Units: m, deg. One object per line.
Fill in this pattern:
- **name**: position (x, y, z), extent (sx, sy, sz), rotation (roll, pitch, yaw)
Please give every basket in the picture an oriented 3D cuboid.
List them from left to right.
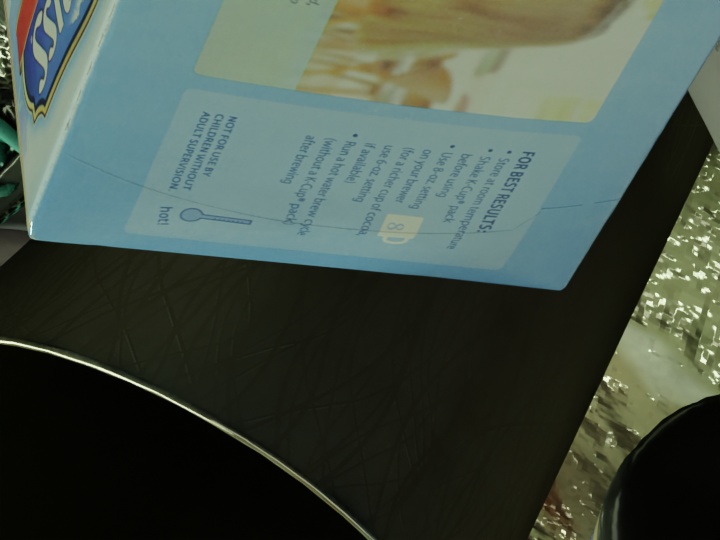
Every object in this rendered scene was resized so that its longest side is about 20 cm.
- **basket**: position (0.000, 0.000, 0.769), extent (0.180, 0.200, 0.136), rotation (13, 141, 34)

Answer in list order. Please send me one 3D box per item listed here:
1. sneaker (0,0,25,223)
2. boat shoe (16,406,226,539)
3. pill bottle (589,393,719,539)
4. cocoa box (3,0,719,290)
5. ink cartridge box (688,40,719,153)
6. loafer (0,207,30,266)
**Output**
- **sneaker**: position (-0.109, -0.027, 0.750), extent (0.077, 0.092, 0.200), rotation (34, 152, -21)
- **boat shoe**: position (-0.037, 0.036, 0.875), extent (0.068, 0.200, 0.072), rotation (52, 132, -2)
- **pill bottle**: position (0.114, 0.131, 0.913), extent (0.112, 0.112, 0.200), rotation (30, 149, 13)
- **cocoa box**: position (0.010, -0.108, 0.598), extent (0.133, 0.132, 0.200), rotation (6, 141, -20)
- **ink cartridge box**: position (0.136, -0.040, 0.626), extent (0.198, 0.043, 0.201), rotation (104, 149, -57)
- **loafer**: position (-0.106, -0.028, 0.906), extent (0.199, 0.072, 0.063), rotation (4, 161, -21)
